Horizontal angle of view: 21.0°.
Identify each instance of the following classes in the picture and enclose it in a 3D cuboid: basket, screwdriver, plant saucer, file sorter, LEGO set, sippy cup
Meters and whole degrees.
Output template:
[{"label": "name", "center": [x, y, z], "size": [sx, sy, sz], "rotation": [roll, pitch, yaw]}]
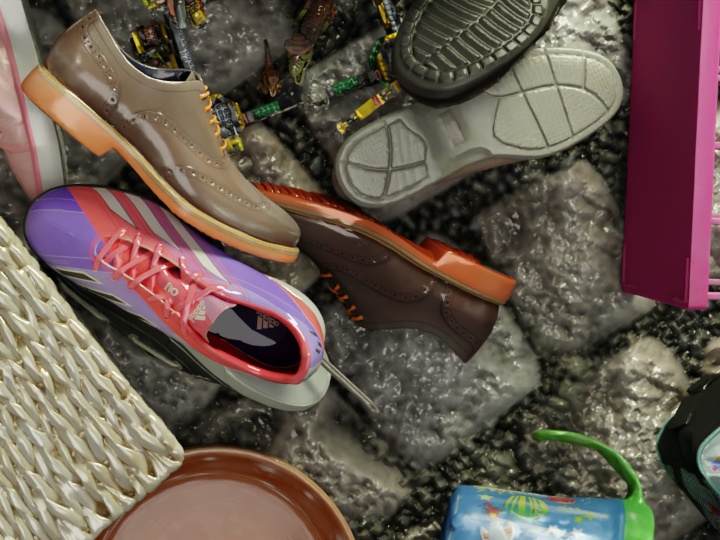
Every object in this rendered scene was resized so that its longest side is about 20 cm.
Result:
[{"label": "basket", "center": [-0.228, 0.080, 1.162], "size": [0.161, 0.200, 0.199], "rotation": [-38, 99, -6]}, {"label": "screwdriver", "center": [-0.064, 0.023, 1.222], "size": [0.200, 0.029, 0.028], "rotation": [45, 55, -6]}, {"label": "plant saucer", "center": [-0.097, 0.214, 1.275], "size": [0.199, 0.032, 0.202], "rotation": [-1, 95, -8]}, {"label": "file sorter", "center": [0.252, -0.080, 1.253], "size": [0.125, 0.139, 0.201], "rotation": [1, 94, -10]}, {"label": "LEGO set", "center": [-0.043, -0.154, 1.213], "size": [0.199, 0.116, 0.155], "rotation": [-12, 96, -7]}, {"label": "sippy cup", "center": [0.111, 0.202, 1.263], "size": [0.130, 0.178, 0.140], "rotation": [16, 136, 1]}]

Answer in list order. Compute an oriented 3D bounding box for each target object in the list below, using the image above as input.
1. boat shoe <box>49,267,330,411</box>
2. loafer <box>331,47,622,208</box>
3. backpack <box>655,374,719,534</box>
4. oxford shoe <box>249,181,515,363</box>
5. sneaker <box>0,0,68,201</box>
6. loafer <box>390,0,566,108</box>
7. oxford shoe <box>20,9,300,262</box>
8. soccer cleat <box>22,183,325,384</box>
[{"label": "boat shoe", "center": [-0.110, 0.028, 1.245], "size": [0.200, 0.064, 0.071], "rotation": [35, 56, -4]}, {"label": "loafer", "center": [0.072, -0.094, 1.268], "size": [0.199, 0.063, 0.072], "rotation": [-21, 91, -10]}, {"label": "backpack", "center": [0.323, 0.141, 1.277], "size": [0.176, 0.153, 0.200], "rotation": [-40, 106, -9]}, {"label": "oxford shoe", "center": [0.000, 0.000, 1.257], "size": [0.199, 0.071, 0.073], "rotation": [23, 96, -9]}, {"label": "sneaker", "center": [-0.249, -0.127, 1.208], "size": [0.104, 0.075, 0.201], "rotation": [-16, 93, -5]}, {"label": "loafer", "center": [0.089, -0.158, 1.222], "size": [0.073, 0.072, 0.200], "rotation": [36, 56, 15]}, {"label": "oxford shoe", "center": [-0.105, -0.077, 1.172], "size": [0.200, 0.071, 0.073], "rotation": [37, 94, -22]}, {"label": "soccer cleat", "center": [-0.110, 0.009, 1.163], "size": [0.199, 0.073, 0.068], "rotation": [28, 100, -9]}]
